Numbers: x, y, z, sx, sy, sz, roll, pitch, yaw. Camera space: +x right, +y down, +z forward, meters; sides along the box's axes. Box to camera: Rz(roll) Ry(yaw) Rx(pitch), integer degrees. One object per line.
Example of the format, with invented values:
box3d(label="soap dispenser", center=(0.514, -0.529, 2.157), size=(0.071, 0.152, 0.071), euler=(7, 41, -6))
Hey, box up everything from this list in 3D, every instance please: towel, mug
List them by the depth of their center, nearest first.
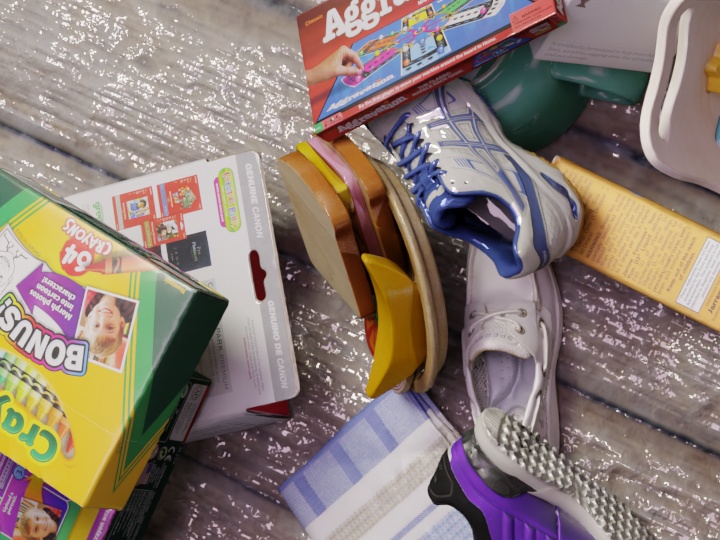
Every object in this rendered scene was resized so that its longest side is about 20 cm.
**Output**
box3d(label="mug", center=(0.102, -0.169, 1.714), size=(0.185, 0.114, 0.152), euler=(-21, 76, 18))
box3d(label="towel", center=(0.044, 0.195, 1.738), size=(0.147, 0.024, 0.200), euler=(-43, 68, 13))

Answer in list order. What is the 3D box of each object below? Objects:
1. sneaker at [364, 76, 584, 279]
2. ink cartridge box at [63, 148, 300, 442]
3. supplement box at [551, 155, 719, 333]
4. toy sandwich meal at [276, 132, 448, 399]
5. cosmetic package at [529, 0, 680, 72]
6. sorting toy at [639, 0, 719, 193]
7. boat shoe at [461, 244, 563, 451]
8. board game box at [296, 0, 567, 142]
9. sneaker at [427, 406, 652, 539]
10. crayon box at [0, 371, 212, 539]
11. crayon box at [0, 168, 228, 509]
box3d(label="sneaker", center=(0.064, -0.075, 1.635), size=(0.200, 0.088, 0.075), euler=(37, 132, 12))
box3d(label="ink cartridge box", center=(-0.123, 0.024, 1.792), size=(0.175, 0.084, 0.201), euler=(-14, 78, 21))
box3d(label="supplement box", center=(0.217, -0.011, 1.674), size=(0.200, 0.067, 0.069), euler=(26, 93, 22))
box3d(label="toy sandwich meal", center=(0.000, 0.000, 1.691), size=(0.070, 0.205, 0.206), euler=(-17, 75, -14))
box3d(label="cosmetic package", center=(0.161, -0.243, 1.661), size=(0.081, 0.113, 0.200), euler=(123, 144, -47))
box3d(label="sorting toy", center=(0.258, -0.135, 1.590), size=(0.107, 0.180, 0.201), euler=(23, 110, 40))
box3d(label="boat shoe", center=(0.108, 0.055, 1.705), size=(0.071, 0.069, 0.201), euler=(-10, 79, 21))
box3d(label="board game box", center=(0.046, -0.175, 1.623), size=(0.200, 0.019, 0.103), euler=(-25, 57, 26))
box3d(label="sneaker", center=(0.129, 0.191, 1.657), size=(0.200, 0.070, 0.100), euler=(42, 112, -9))
box3d(label="crayon box", center=(-0.229, 0.134, 1.749), size=(0.172, 0.058, 0.200), euler=(27, 95, 27))
box3d(label="crayon box", center=(-0.220, 0.048, 1.683), size=(0.200, 0.058, 0.173), euler=(30, 94, 26))
